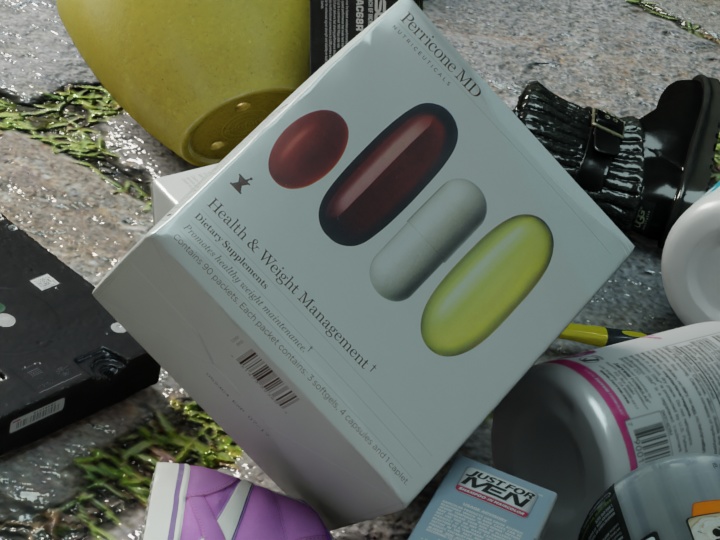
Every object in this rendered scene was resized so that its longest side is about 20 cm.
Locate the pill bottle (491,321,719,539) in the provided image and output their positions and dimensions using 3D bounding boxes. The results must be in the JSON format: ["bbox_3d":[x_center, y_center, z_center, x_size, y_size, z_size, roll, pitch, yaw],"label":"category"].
[{"bbox_3d":[0.186,0.093,1.099,0.199,0.114,0.113,-11,40,-33],"label":"pill bottle"}]

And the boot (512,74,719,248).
[{"bbox_3d":[0.191,-0.104,1.422,0.157,0.080,0.211,17,34,5],"label":"boot"}]

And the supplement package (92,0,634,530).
[{"bbox_3d":[0.000,0.000,1.015,0.191,0.147,0.200,46,67,-5],"label":"supplement package"}]

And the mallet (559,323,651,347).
[{"bbox_3d":[0.155,0.049,1.228,0.199,0.041,0.066,13,32,-7],"label":"mallet"}]

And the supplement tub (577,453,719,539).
[{"bbox_3d":[0.187,0.198,0.937,0.122,0.123,0.200,5,35,-13],"label":"supplement tub"}]

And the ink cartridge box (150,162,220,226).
[{"bbox_3d":[-0.013,-0.018,1.182,0.199,0.084,0.145,-16,34,-24],"label":"ink cartridge box"}]

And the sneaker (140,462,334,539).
[{"bbox_3d":[-0.061,0.171,0.938,0.114,0.073,0.201,13,33,-5],"label":"sneaker"}]

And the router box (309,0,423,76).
[{"bbox_3d":[0.006,-0.148,1.312,0.062,0.201,0.150,4,32,7],"label":"router box"}]

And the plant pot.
[{"bbox_3d":[-0.101,-0.160,1.330,0.199,0.200,0.143,-9,64,-30],"label":"plant pot"}]

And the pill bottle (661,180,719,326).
[{"bbox_3d":[0.290,-0.024,1.300,0.110,0.111,0.200,26,28,18],"label":"pill bottle"}]

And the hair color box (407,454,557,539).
[{"bbox_3d":[0.033,0.191,0.913,0.060,0.099,0.200,21,34,13],"label":"hair color box"}]

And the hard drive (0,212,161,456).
[{"bbox_3d":[-0.234,0.028,1.117,0.200,0.038,0.139,35,39,28],"label":"hard drive"}]
